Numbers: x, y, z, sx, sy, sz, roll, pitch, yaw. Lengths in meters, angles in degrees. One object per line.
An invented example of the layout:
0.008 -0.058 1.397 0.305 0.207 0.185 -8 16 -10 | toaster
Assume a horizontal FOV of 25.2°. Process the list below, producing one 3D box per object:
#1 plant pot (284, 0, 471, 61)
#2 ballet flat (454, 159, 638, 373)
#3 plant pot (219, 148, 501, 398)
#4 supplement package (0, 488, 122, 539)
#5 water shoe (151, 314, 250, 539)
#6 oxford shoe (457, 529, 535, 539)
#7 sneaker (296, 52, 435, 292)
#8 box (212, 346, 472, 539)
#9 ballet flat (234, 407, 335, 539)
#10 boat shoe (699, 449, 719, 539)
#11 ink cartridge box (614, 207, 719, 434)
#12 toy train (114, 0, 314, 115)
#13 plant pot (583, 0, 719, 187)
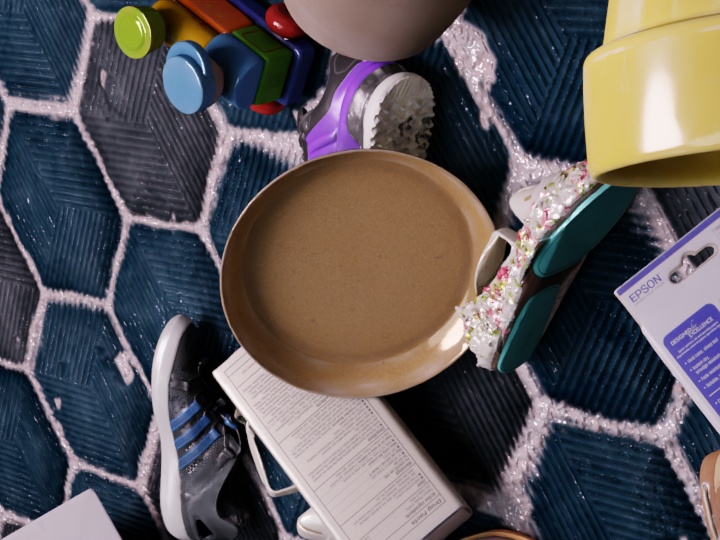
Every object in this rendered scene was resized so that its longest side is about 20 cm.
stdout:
0.020 -0.229 1.005 0.200 0.199 0.174 48 148 18 | plant pot
0.115 -0.015 1.065 0.064 0.075 0.201 50 131 27 | ballet flat
0.000 0.000 1.129 0.028 0.197 0.202 -100 18 -59 | plant pot
-0.276 0.319 1.463 0.153 0.150 0.200 57 159 11 | supplement package
-0.129 0.134 1.372 0.078 0.072 0.202 3 109 13 | water shoe
0.106 0.229 1.154 0.198 0.073 0.072 -10 91 39 | oxford shoe
-0.010 -0.071 1.170 0.099 0.069 0.202 39 127 36 | sneaker
-0.012 0.130 1.210 0.095 0.078 0.201 -38 74 1 | box
-0.035 0.173 1.278 0.201 0.072 0.072 52 133 17 | ballet flat
0.262 0.203 1.014 0.073 0.075 0.203 -9 91 50 | boat shoe
0.249 0.063 0.955 0.099 0.039 0.201 -37 77 5 | ink cartridge box
-0.139 -0.189 1.206 0.200 0.115 0.085 40 129 25 | toy train
0.213 -0.149 0.845 0.199 0.199 0.191 -6 87 44 | plant pot
